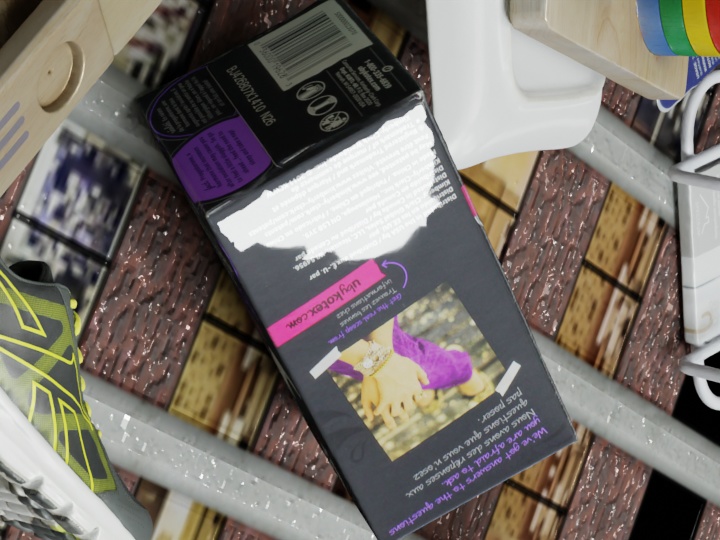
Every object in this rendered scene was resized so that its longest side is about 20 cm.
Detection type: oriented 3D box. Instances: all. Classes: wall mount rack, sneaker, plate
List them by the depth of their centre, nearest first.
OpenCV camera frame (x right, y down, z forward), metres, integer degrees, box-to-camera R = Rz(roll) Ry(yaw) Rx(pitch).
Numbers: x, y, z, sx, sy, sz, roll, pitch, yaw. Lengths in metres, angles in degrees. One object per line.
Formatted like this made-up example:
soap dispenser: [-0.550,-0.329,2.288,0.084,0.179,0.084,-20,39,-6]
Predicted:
sneaker: [-0.136,0.046,1.023,0.085,0.074,0.200,-57,133,-23]
plate: [0.080,-0.153,1.185,0.199,0.032,0.201,-14,102,-65]
wall mount rack: [0.245,-0.019,1.419,0.173,0.074,0.201,-24,116,-42]

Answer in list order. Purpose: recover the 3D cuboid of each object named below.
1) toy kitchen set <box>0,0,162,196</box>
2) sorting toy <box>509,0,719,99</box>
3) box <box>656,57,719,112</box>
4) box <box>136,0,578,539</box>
toy kitchen set: [-0.109,-0.136,0.897,0.181,0.163,0.200,-54,153,-28]
sorting toy: [0.148,-0.196,1.192,0.199,0.069,0.201,14,80,-64]
box: [0.196,-0.185,1.361,0.200,0.032,0.122,-40,125,-37]
box: [0.000,0.000,1.102,0.106,0.122,0.200,-28,124,-4]
